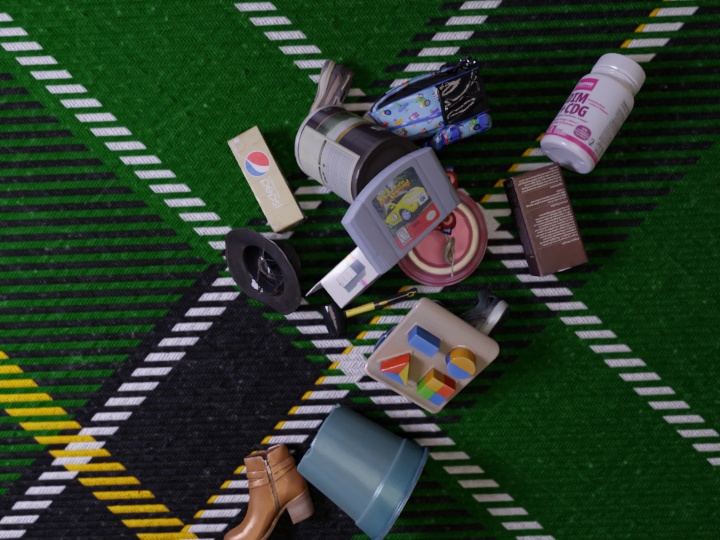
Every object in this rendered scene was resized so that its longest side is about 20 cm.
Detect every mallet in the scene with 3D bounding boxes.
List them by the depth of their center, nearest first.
[{"bbox_3d":[0.022,0.083,1.106,0.197,0.041,0.067,-10,92,-3],"label":"mallet"}]

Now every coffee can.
[{"bbox_3d":[-0.008,-0.200,0.995,0.147,0.146,0.200,-53,49,2],"label":"coffee can"}]

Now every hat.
[{"bbox_3d":[-0.172,-0.015,1.072,0.201,0.201,0.081,47,51,0],"label":"hat"}]

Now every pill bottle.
[{"bbox_3d":[0.445,-0.300,1.051,0.113,0.113,0.201,33,91,0],"label":"pill bottle"}]

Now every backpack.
[{"bbox_3d":[0.121,-0.293,1.021,0.198,0.183,0.136,-23,107,-1],"label":"backpack"}]

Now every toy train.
[{"bbox_3d":[0.121,-0.091,1.030,0.114,0.085,0.203,3,91,11],"label":"toy train"}]

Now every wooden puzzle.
[{"bbox_3d":[0.130,0.171,1.025,0.184,0.046,0.201,32,117,-10],"label":"wooden puzzle"}]

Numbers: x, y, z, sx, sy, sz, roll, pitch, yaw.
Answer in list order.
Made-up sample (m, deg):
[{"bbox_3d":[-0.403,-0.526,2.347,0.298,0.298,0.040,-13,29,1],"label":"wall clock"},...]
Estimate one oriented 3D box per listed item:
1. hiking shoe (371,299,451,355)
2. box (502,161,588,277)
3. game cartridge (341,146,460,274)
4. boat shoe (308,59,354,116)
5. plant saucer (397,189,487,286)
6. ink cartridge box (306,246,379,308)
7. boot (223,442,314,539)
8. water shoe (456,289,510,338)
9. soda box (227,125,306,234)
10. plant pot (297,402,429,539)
[{"bbox_3d":[0.091,0.134,1.078,0.074,0.087,0.200,43,92,0],"label":"hiking shoe"},{"bbox_3d":[0.361,-0.098,1.078,0.099,0.075,0.203,-17,89,1],"label":"box"},{"bbox_3d":[0.069,-0.107,0.921,0.200,0.041,0.134,-43,113,-11],"label":"game cartridge"},{"bbox_3d":[-0.058,-0.308,1.076,0.072,0.074,0.203,15,93,0],"label":"boat shoe"},{"bbox_3d":[0.156,-0.068,1.091,0.198,0.051,0.204,0,91,0],"label":"plant saucer"},{"bbox_3d":[0.000,0.000,1.040,0.200,0.117,0.067,-42,87,18],"label":"ink cartridge box"},{"bbox_3d":[-0.204,0.448,1.099,0.198,0.074,0.156,-24,92,-11],"label":"boot"},{"bbox_3d":[0.212,0.129,1.097,0.079,0.071,0.201,42,95,29],"label":"water shoe"},{"bbox_3d":[-0.182,-0.175,1.086,0.067,0.064,0.202,-27,90,1],"label":"soda box"},{"bbox_3d":[-0.002,0.368,1.042,0.195,0.200,0.202,33,92,7],"label":"plant pot"}]
